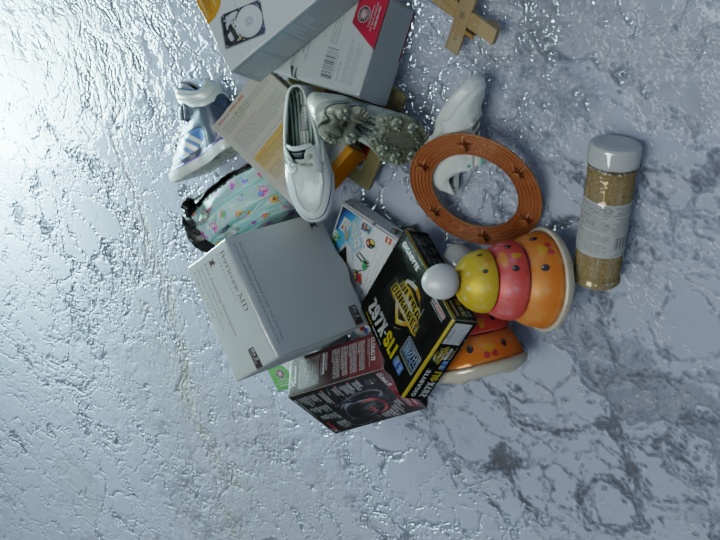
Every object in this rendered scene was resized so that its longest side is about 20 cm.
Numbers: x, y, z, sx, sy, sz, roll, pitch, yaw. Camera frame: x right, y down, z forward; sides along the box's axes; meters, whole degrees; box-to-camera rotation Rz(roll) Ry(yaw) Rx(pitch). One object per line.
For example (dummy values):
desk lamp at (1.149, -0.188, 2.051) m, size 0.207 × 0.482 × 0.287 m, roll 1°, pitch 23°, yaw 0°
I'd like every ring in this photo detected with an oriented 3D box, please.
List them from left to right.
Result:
ring at (0.160, -0.109, 1.415) m, size 0.200 × 0.019 × 0.201 m, roll 18°, pitch 139°, yaw 17°

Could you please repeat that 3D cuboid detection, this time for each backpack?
backpack at (-0.177, -0.106, 1.647) m, size 0.200 × 0.167 × 0.127 m, roll -32°, pitch 84°, yaw 28°

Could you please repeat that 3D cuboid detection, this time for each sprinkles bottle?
sprinkles bottle at (0.323, -0.075, 1.315) m, size 0.068 × 0.068 × 0.201 m, roll 19°, pitch 123°, yaw 30°

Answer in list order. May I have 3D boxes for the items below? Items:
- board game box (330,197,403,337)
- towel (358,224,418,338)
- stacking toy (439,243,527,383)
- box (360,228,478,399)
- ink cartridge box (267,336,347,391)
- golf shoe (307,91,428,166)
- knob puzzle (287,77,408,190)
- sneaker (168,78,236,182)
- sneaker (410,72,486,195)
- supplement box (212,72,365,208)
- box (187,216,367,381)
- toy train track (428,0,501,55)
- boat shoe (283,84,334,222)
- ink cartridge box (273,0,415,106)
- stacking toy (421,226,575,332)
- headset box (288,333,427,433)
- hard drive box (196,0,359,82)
board game box at (0.000, 0.000, 1.596) m, size 0.126 × 0.035 × 0.201 m, roll 35°, pitch 127°, yaw 22°
towel at (0.040, 0.030, 1.617) m, size 0.199 × 0.035 × 0.193 m, roll -9°, pitch 106°, yaw 42°
stacking toy at (0.156, 0.060, 1.481) m, size 0.146 × 0.146 × 0.201 m, roll -16°, pitch 88°, yaw 42°
box at (0.080, 0.064, 1.462) m, size 0.160 × 0.049 × 0.200 m, roll -62°, pitch 35°, yaw 32°
ink cartridge box at (-0.120, 0.094, 1.742) m, size 0.146 × 0.084 × 0.201 m, roll -20°, pitch 99°, yaw 42°
golf shoe at (0.011, -0.215, 1.430) m, size 0.078 × 0.199 × 0.097 m, roll -58°, pitch 43°, yaw 19°
knob puzzle at (-0.029, -0.249, 1.533) m, size 0.219 × 0.030 × 0.221 m, roll 18°, pitch 123°, yaw 31°
sneaker at (-0.284, -0.248, 1.713) m, size 0.200 × 0.080 × 0.147 m, roll -24°, pitch 88°, yaw 46°
sneaker at (0.146, -0.188, 1.404) m, size 0.088 × 0.075 × 0.200 m, roll 39°, pitch 141°, yaw 11°
supplement box at (-0.109, -0.198, 1.521) m, size 0.200 × 0.073 × 0.126 m, roll 45°, pitch 102°, yaw 12°
box at (-0.127, 0.038, 1.555) m, size 0.131 × 0.200 × 0.200 m, roll -32°, pitch 80°, yaw 46°
toy train track at (0.117, -0.373, 1.357) m, size 0.200 × 0.032 × 0.115 m, roll 42°, pitch 139°, yaw 22°
boat shoe at (-0.086, -0.170, 1.440) m, size 0.073 × 0.067 × 0.201 m, roll -10°, pitch 88°, yaw 16°
ink cartridge box at (-0.041, -0.335, 1.434) m, size 0.199 × 0.083 × 0.146 m, roll 23°, pitch 101°, yaw 29°
stacking toy at (0.179, 0.017, 1.366) m, size 0.146 × 0.199 × 0.147 m, roll 177°, pitch 90°, yaw -70°
headset box at (0.006, 0.182, 1.617) m, size 0.199 × 0.075 × 0.149 m, roll -20°, pitch 139°, yaw 25°
hard drive box at (-0.120, -0.388, 1.389) m, size 0.200 × 0.077 × 0.156 m, roll -34°, pitch 72°, yaw 24°
